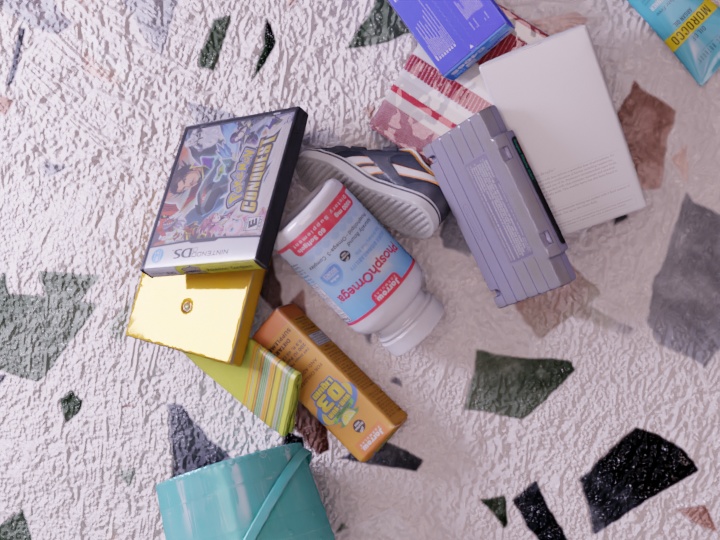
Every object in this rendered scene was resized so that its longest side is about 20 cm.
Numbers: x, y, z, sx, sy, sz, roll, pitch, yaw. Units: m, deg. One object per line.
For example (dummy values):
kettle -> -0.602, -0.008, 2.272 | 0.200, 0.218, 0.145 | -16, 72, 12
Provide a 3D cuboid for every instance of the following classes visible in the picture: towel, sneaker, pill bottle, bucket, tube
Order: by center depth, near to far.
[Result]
tube -> 0.335, -0.303, 1.268 | 0.200, 0.050, 0.077 | 45, 113, 4
pill bottle -> 0.000, 0.000, 1.305 | 0.109, 0.109, 0.200 | -43, 100, 11
bucket -> -0.132, 0.286, 1.309 | 0.206, 0.207, 0.136 | -19, 80, 13
towel -> 0.119, -0.216, 1.332 | 0.144, 0.023, 0.201 | 34, 97, 12
sneaker -> 0.021, -0.103, 1.333 | 0.199, 0.079, 0.079 | 25, 54, 24
towel -> -0.143, 0.108, 1.352 | 0.199, 0.018, 0.087 | 34, 122, 34

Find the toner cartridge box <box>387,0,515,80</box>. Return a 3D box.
toner cartridge box -> 0.079, -0.326, 1.307 | 0.095, 0.043, 0.201 | -38, 79, 19

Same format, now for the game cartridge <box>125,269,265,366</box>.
game cartridge -> -0.186, 0.000, 1.362 | 0.175, 0.032, 0.202 | 11, 82, 34

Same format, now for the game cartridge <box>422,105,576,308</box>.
game cartridge -> 0.149, -0.065, 1.224 | 0.129, 0.038, 0.201 | -25, 90, 57

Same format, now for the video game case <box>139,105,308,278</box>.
video game case -> -0.158, -0.090, 1.323 | 0.179, 0.025, 0.202 | -4, 61, 35

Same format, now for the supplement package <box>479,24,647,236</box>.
supplement package -> 0.220, -0.151, 1.242 | 0.120, 0.120, 0.202 | -18, 98, 13

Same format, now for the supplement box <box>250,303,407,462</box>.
supplement box -> -0.040, 0.131, 1.355 | 0.200, 0.069, 0.067 | 43, 102, 7
